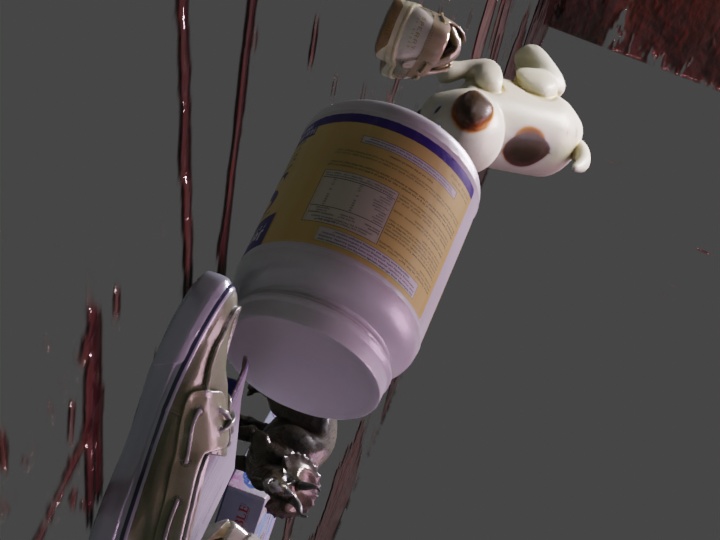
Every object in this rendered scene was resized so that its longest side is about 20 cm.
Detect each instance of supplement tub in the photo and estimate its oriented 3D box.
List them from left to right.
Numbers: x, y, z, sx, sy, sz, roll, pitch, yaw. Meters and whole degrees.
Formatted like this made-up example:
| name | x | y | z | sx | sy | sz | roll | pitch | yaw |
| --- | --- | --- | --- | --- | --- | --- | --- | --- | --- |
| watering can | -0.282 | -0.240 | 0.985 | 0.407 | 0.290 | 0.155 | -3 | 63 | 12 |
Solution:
| name | x | y | z | sx | sy | sz | roll | pitch | yaw |
| --- | --- | --- | --- | --- | --- | --- | --- | --- | --- |
| supplement tub | -0.007 | -0.008 | 1.547 | 0.146 | 0.145 | 0.201 | 103 | 10 | -58 |

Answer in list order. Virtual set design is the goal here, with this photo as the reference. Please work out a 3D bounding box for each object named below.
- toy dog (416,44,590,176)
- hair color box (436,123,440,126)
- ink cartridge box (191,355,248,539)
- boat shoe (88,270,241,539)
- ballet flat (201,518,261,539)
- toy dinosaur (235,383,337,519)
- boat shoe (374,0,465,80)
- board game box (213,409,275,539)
| name | x | y | z | sx | sy | sz | roll | pitch | yaw |
| --- | --- | --- | --- | --- | --- | --- | --- | --- | --- |
| toy dog | 0.147 | -0.156 | 2.414 | 0.199 | 0.194 | 0.140 | -9 | 142 | -45 |
| hair color box | 0.014 | -0.048 | 2.063 | 0.100 | 0.060 | 0.201 | -59 | 169 | -60 |
| ink cartridge box | -0.138 | 0.174 | 1.481 | 0.200 | 0.040 | 0.200 | 105 | 9 | -61 |
| boat shoe | -0.112 | 0.102 | 1.357 | 0.072 | 0.062 | 0.201 | 37 | 73 | -85 |
| ballet flat | -0.100 | 0.226 | 1.593 | 0.067 | 0.068 | 0.200 | -58 | -157 | -6 |
| toy dinosaur | -0.063 | 0.145 | 1.807 | 0.200 | 0.102 | 0.077 | -60 | 170 | -54 |
| boat shoe | 0.057 | -0.200 | 1.886 | 0.200 | 0.065 | 0.073 | 0 | 111 | -84 |
| board game box | -0.114 | 0.255 | 2.022 | 0.200 | 0.041 | 0.201 | -59 | 169 | -70 |
